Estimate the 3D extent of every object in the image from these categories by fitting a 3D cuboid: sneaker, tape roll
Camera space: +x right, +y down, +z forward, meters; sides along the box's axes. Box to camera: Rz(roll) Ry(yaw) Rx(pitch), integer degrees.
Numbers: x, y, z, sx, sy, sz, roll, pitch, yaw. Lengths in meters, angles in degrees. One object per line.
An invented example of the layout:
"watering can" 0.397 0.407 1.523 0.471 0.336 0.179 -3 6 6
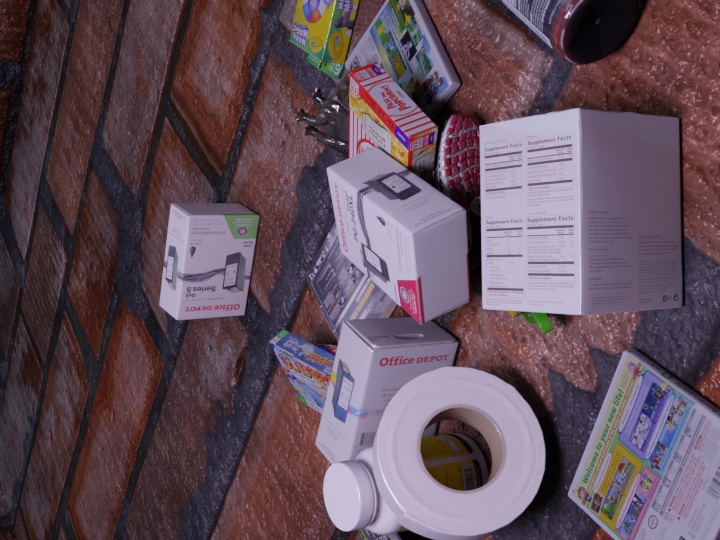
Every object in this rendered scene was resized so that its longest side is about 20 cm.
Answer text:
"sneaker" 0.118 -0.102 1.263 0.075 0.081 0.200 14 104 57
"tape roll" 0.115 0.220 1.168 0.071 0.202 0.203 102 153 -68

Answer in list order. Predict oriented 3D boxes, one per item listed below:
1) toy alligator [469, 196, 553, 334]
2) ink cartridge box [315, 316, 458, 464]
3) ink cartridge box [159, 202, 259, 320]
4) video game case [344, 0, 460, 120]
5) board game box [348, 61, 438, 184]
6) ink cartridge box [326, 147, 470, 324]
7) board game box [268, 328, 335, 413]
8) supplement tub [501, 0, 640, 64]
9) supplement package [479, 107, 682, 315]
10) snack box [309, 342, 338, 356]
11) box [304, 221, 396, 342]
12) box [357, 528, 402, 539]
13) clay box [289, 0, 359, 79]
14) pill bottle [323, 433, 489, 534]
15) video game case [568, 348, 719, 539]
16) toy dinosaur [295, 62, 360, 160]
"toy alligator" 0.187 -0.001 1.194 0.054 0.059 0.200 65 180 -61
"ink cartridge box" 0.036 0.169 1.337 0.088 0.145 0.200 41 125 49
"ink cartridge box" -0.277 -0.017 1.789 0.084 0.145 0.200 31 117 49
"video game case" 0.055 -0.282 1.399 0.182 0.022 0.200 -49 52 45
"board game box" 0.040 -0.157 1.329 0.152 0.046 0.200 53 157 34
"ink cartridge box" 0.047 -0.048 1.246 0.200 0.083 0.145 41 149 45
"board game box" -0.047 0.175 1.481 0.200 0.034 0.135 21 144 48
"supplement tub" 0.213 -0.323 1.091 0.200 0.107 0.107 57 135 38
"supplement package" 0.230 -0.059 1.034 0.151 0.152 0.200 0 92 56
"snack box" -0.051 0.147 1.525 0.072 0.024 0.200 54 156 -17
"box" 0.000 0.000 1.468 0.158 0.048 0.200 60 137 33
"box" 0.053 0.415 1.329 0.200 0.048 0.193 54 165 40
"clay box" -0.054 -0.411 1.529 0.115 0.048 0.200 42 124 47
"pill bottle" 0.058 0.276 1.261 0.112 0.200 0.113 3 94 56
"video game case" 0.316 0.214 1.038 0.182 0.022 0.200 42 126 47
"toy dinosaur" -0.031 -0.209 1.446 0.102 0.077 0.200 22 139 26
